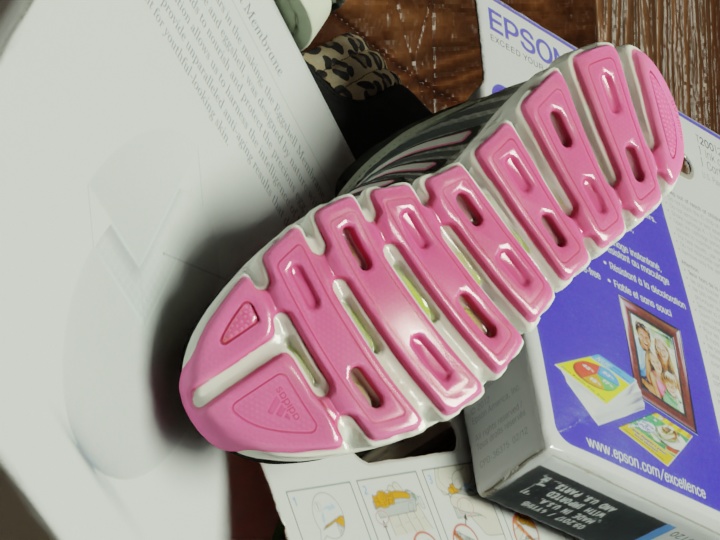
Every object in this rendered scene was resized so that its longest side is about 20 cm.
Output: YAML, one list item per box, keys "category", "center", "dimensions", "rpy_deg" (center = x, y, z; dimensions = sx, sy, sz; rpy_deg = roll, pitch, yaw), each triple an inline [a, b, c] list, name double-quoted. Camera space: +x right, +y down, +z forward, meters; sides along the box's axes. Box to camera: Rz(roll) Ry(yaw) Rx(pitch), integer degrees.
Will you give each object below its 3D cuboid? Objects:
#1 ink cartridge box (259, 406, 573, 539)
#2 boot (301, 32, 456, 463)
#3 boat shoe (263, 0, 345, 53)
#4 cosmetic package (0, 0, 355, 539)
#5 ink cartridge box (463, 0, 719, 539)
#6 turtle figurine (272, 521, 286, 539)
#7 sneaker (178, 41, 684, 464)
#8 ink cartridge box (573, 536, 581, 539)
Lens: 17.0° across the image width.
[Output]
- category: "ink cartridge box"
  center: [0.023, 0.133, 0.769]
  dimensions: [0.162, 0.050, 0.201]
  rpy_deg: [-1, 66, -55]
- category: "boot"
  center: [0.000, 0.000, 0.899]
  dimensions: [0.151, 0.073, 0.200]
  rpy_deg: [45, 45, 5]
- category: "boat shoe"
  center: [-0.075, -0.159, 0.768]
  dimensions: [0.201, 0.072, 0.061]
  rpy_deg: [45, 64, -11]
- category: "cosmetic package"
  center: [-0.103, -0.004, 0.730]
  dimensions: [0.200, 0.122, 0.201]
  rpy_deg: [62, 40, -40]
- category: "ink cartridge box"
  center: [0.107, 0.018, 0.888]
  dimensions: [0.198, 0.043, 0.201]
  rpy_deg: [26, 45, -38]
- category: "turtle figurine"
  center: [-0.036, 0.167, 0.899]
  dimensions: [0.193, 0.200, 0.144]
  rpy_deg: [-27, 145, -34]
- category: "sneaker"
  center: [0.015, 0.000, 0.747]
  dimensions: [0.200, 0.087, 0.074]
  rpy_deg: [-38, 97, -33]
- category: "ink cartridge box"
  center: [0.092, 0.124, 1.010]
  dimensions: [0.128, 0.125, 0.201]
  rpy_deg: [-41, 140, -33]
